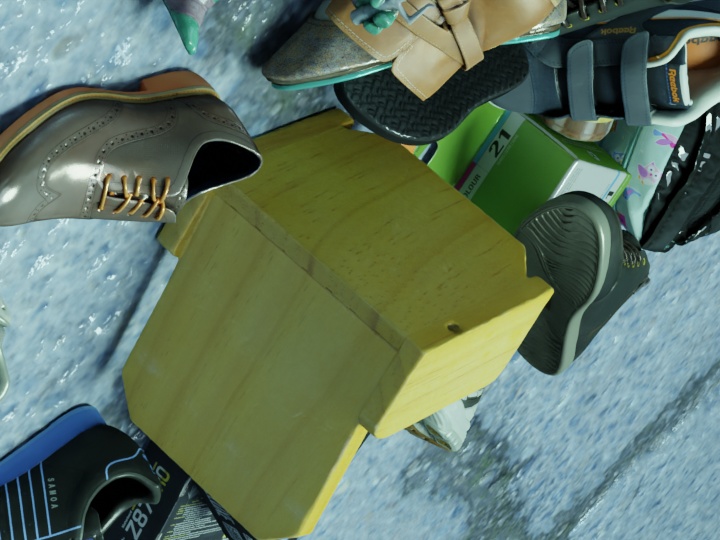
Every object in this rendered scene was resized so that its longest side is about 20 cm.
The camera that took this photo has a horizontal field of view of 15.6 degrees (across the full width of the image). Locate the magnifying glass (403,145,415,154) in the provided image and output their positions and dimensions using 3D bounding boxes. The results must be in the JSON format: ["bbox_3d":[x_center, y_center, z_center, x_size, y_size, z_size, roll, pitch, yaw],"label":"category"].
[{"bbox_3d":[0.000,0.000,1.728,0.079,0.022,0.201,12,94,-52],"label":"magnifying glass"}]

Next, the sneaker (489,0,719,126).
[{"bbox_3d":[0.180,-0.140,1.792,0.199,0.080,0.079,-14,130,2],"label":"sneaker"}]

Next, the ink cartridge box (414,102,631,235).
[{"bbox_3d":[0.091,-0.039,1.885,0.148,0.076,0.200,-56,156,13],"label":"ink cartridge box"}]

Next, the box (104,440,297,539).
[{"bbox_3d":[-0.089,0.149,1.882,0.200,0.049,0.162,-8,134,-55],"label":"box"}]

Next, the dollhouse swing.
[{"bbox_3d":[-0.022,0.041,1.662,0.181,0.200,0.176,-24,144,-44],"label":"dollhouse swing"}]

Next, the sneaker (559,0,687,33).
[{"bbox_3d":[0.160,-0.187,1.682,0.106,0.075,0.200,-25,-177,-11],"label":"sneaker"}]

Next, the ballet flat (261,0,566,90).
[{"bbox_3d":[0.030,-0.162,1.614,0.199,0.068,0.068,-14,109,-18],"label":"ballet flat"}]

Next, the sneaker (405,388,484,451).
[{"bbox_3d":[0.049,0.064,1.985,0.088,0.075,0.200,-61,160,-13],"label":"sneaker"}]

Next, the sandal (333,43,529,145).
[{"bbox_3d":[0.043,-0.119,1.711,0.045,0.075,0.200,-29,177,36],"label":"sandal"}]

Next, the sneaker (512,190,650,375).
[{"bbox_3d":[0.164,-0.016,1.879,0.106,0.075,0.200,-42,163,-26],"label":"sneaker"}]

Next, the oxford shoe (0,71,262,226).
[{"bbox_3d":[-0.137,-0.060,1.485,0.199,0.073,0.072,-24,145,-43],"label":"oxford shoe"}]

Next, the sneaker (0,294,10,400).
[{"bbox_3d":[-0.226,0.005,1.414,0.074,0.088,0.200,-41,152,-15],"label":"sneaker"}]

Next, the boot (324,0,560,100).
[{"bbox_3d":[0.035,-0.204,1.524,0.155,0.077,0.200,-39,125,11],"label":"boot"}]

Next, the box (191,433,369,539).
[{"bbox_3d":[-0.041,0.073,1.780,0.200,0.050,0.158,-52,146,-22],"label":"box"}]

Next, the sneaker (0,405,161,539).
[{"bbox_3d":[-0.216,0.170,1.665,0.200,0.078,0.070,-40,153,-21],"label":"sneaker"}]

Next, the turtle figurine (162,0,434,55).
[{"bbox_3d":[-0.020,-0.197,1.441,0.199,0.101,0.150,-25,133,-3],"label":"turtle figurine"}]

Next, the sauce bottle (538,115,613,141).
[{"bbox_3d":[0.180,-0.186,1.847,0.065,0.065,0.201,-22,142,-45],"label":"sauce bottle"}]

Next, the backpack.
[{"bbox_3d":[0.248,-0.115,1.984,0.166,0.127,0.201,-6,133,-41],"label":"backpack"}]
